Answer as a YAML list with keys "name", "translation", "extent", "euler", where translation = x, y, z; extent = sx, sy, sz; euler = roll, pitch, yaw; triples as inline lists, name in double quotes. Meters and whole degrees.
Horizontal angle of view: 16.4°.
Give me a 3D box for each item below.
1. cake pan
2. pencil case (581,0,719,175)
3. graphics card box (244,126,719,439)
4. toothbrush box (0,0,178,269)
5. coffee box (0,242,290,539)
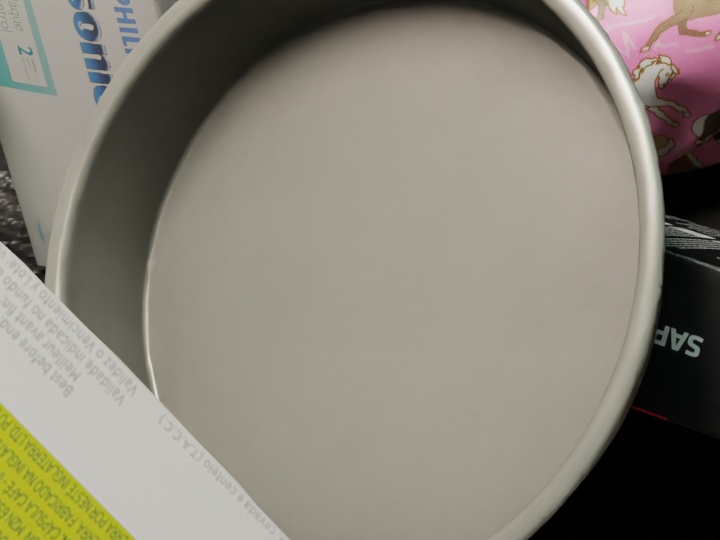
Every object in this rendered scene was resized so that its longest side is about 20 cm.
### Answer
- name: "cake pan"
  translation: [0.000, 0.000, 0.713]
  extent: [0.200, 0.037, 0.201]
  euler: [-6, 77, 28]
- name: "pencil case"
  translation: [0.158, -0.079, 0.864]
  extent: [0.199, 0.087, 0.083]
  euler: [-11, 82, -2]
- name: "graphics card box"
  translation: [0.080, 0.007, 0.762]
  extent: [0.200, 0.051, 0.125]
  euler: [21, 9, 30]
- name: "toothbrush box"
  translation: [-0.052, -0.109, 0.905]
  extent: [0.085, 0.147, 0.200]
  euler: [9, 44, 23]
- name: "coffee box"
  translation: [-0.115, 0.137, 0.510]
  extent: [0.198, 0.200, 0.200]
  euler: [-50, 12, -32]
